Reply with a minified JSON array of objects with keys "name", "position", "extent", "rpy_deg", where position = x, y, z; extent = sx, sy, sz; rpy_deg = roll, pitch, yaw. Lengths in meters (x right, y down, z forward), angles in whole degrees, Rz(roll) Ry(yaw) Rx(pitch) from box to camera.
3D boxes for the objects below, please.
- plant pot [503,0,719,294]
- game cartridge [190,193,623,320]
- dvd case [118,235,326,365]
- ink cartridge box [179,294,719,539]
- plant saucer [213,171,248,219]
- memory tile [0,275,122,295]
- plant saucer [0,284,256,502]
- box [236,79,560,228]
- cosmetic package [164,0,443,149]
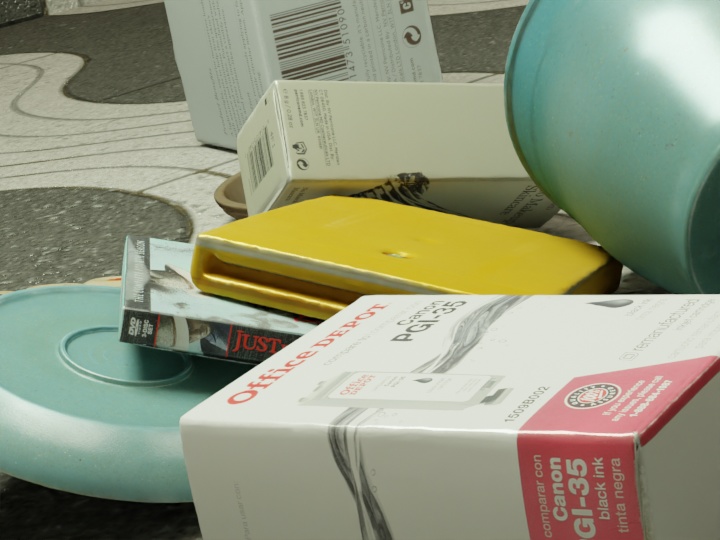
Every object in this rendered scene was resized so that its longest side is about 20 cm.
[{"name":"plant pot","position":[0.195,-0.065,0.919],"extent":[0.200,0.200,0.188],"rpy_deg":[-13,31,-7]},{"name":"game cartridge","position":[0.032,-0.001,0.939],"extent":[0.176,0.032,0.200],"rpy_deg":[13,11,18]},{"name":"dvd case","position":[-0.021,0.022,0.914],"extent":[0.200,0.022,0.146],"rpy_deg":[8,14,-8]},{"name":"ink cartridge box","position":[0.051,0.070,0.708],"extent":[0.200,0.083,0.147],"rpy_deg":[-1,19,34]},{"name":"plant saucer","position":[-0.007,-0.065,1.330],"extent":[0.200,0.029,0.200],"rpy_deg":[-10,15,3]},{"name":"memory tile","position":[-0.169,0.020,1.086],"extent":[0.153,0.017,0.200],"rpy_deg":[2,7,43]},{"name":"plant saucer","position":[-0.114,0.050,0.868],"extent":[0.200,0.027,0.200],"rpy_deg":[11,20,-4]},{"name":"box","position":[0.032,-0.068,1.102],"extent":[0.200,0.068,0.082],"rpy_deg":[-2,-22,-22]},{"name":"cosmetic package","position":[-0.053,-0.201,1.592],"extent":[0.165,0.165,0.200],"rpy_deg":[-19,18,-24]}]
